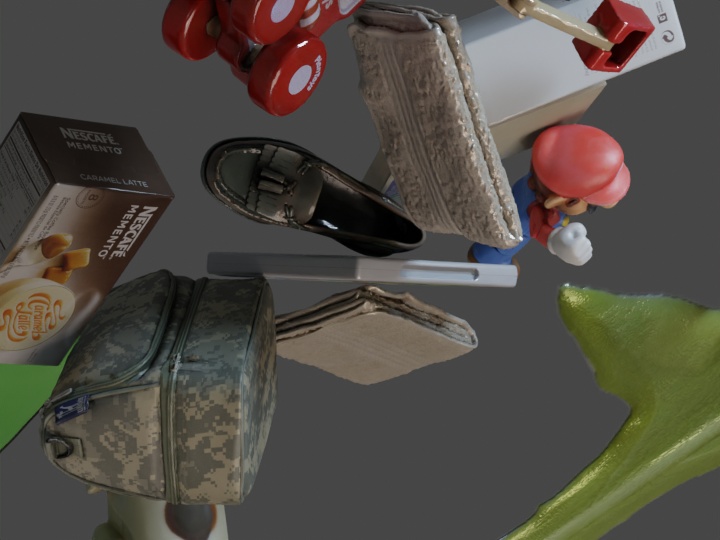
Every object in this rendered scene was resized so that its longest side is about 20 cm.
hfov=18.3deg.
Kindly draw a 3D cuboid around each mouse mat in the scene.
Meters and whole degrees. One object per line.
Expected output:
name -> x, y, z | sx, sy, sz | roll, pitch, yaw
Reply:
mouse mat -> -0.334, 0.109, 1.915 | 0.200, 0.008, 0.161 | -47, 145, 22

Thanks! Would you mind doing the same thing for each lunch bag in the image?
lunch bag -> -0.162, 0.094, 1.819 | 0.168, 0.200, 0.139 | 1, 120, 6

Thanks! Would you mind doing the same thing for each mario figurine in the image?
mario figurine -> 0.178, -0.054, 1.968 | 0.106, 0.124, 0.200 | -15, 165, -32

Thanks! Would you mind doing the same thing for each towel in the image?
towel -> 0.006, 0.060, 2.061 | 0.132, 0.035, 0.200 | -19, 157, 27
towel -> 0.055, -0.112, 1.732 | 0.034, 0.133, 0.200 | -29, 113, -23

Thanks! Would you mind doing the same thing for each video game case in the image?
video game case -> 0.000, 0.000, 1.899 | 0.182, 0.022, 0.200 | 3, 179, -41

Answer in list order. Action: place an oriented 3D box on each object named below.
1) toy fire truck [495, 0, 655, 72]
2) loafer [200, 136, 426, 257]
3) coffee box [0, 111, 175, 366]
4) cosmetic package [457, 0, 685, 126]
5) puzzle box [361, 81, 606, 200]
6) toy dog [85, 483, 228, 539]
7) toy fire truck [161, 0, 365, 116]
toy fire truck -> 0.116, -0.225, 1.685 | 0.200, 0.141, 0.049 | 10, 130, -40
loafer -> -0.033, -0.061, 1.826 | 0.200, 0.063, 0.072 | 19, 86, -31
coffee box -> -0.249, -0.021, 1.738 | 0.114, 0.080, 0.200 | 5, 134, -43
cosmetic package -> 0.147, -0.182, 1.802 | 0.200, 0.101, 0.071 | -23, 107, -13
puzzle box -> 0.102, -0.114, 1.898 | 0.200, 0.025, 0.133 | -21, 170, -15
toy dog -> -0.178, 0.192, 2.003 | 0.139, 0.194, 0.200 | 2, 103, -22
toy fire truck -> -0.056, -0.224, 1.612 | 0.168, 0.112, 0.200 | -46, 154, -21
